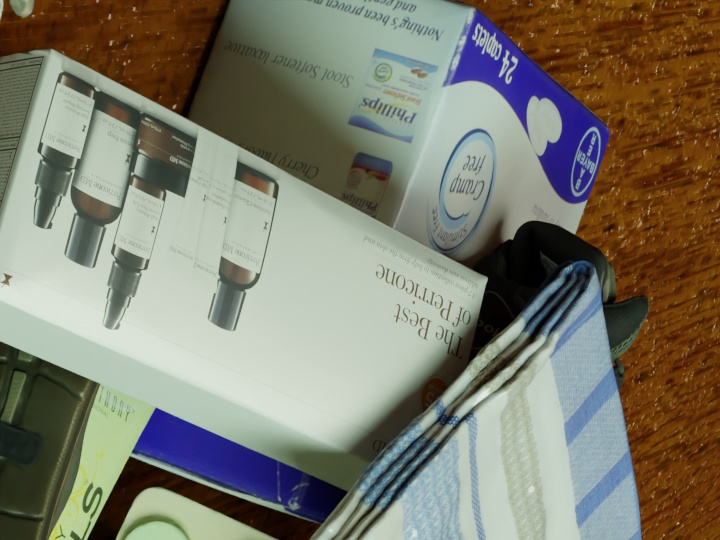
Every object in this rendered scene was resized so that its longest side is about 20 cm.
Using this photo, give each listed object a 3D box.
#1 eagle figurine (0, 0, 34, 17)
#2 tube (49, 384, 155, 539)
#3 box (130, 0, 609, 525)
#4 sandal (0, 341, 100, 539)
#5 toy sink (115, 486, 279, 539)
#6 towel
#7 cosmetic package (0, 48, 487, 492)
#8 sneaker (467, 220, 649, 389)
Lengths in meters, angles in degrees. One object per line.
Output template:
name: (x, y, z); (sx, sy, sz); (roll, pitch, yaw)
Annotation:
eagle figurine: (-0.092, -0.163, 0.714); (0.200, 0.150, 0.152); (87, -9, -69)
tube: (-0.132, 0.108, 0.918); (0.058, 0.052, 0.201); (97, 17, -70)
box: (0.000, 0.000, 1.056); (0.184, 0.104, 0.201); (29, 81, -65)
sandal: (-0.137, 0.073, 0.875); (0.055, 0.081, 0.201); (106, 4, -68)
toy sink: (-0.043, 0.163, 0.990); (0.200, 0.130, 0.113); (77, 37, -72)
towel: (0.041, 0.106, 0.912); (0.200, 0.024, 0.148); (-46, 134, -40)
cosmetic package: (-0.048, 0.006, 0.870); (0.199, 0.050, 0.083); (26, 72, -38)
sneaker: (0.078, 0.058, 1.039); (0.115, 0.076, 0.200); (-57, 146, -15)
